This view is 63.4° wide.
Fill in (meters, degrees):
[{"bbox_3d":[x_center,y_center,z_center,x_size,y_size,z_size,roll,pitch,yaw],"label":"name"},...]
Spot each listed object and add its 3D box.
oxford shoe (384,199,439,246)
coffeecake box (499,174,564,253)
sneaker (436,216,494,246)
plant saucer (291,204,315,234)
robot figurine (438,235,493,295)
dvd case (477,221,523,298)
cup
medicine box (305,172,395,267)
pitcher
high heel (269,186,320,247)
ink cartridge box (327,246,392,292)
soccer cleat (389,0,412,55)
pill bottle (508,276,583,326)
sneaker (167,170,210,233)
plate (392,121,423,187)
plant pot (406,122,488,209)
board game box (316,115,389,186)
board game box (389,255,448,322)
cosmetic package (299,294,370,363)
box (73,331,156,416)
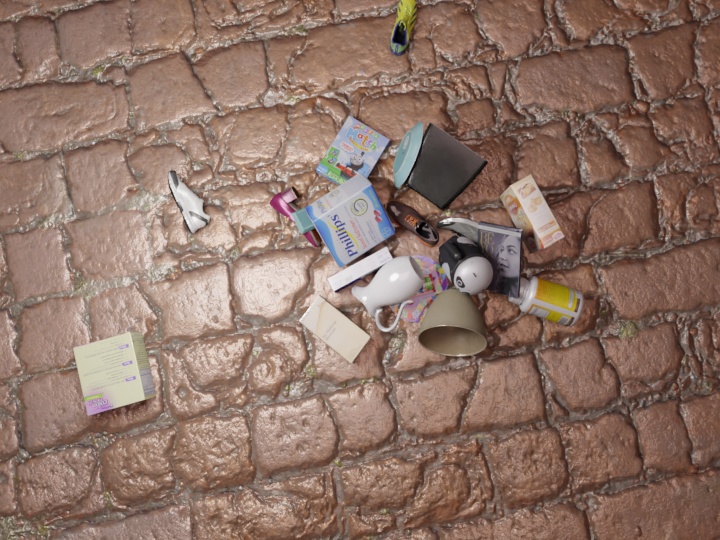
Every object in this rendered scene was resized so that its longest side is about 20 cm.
[{"bbox_3d":[0.159,-0.151,1.758,0.199,0.073,0.072,36,87,4],"label":"oxford shoe"},{"bbox_3d":[0.501,-0.161,1.716,0.072,0.154,0.202,-27,85,-1],"label":"coffeecake box"},{"bbox_3d":[0.324,-0.115,1.756,0.196,0.074,0.081,12,90,1],"label":"sneaker"},{"bbox_3d":[-0.108,-0.180,1.755,0.198,0.019,0.071,-27,86,-23],"label":"plant saucer"},{"bbox_3d":[0.300,-0.016,1.688,0.148,0.201,0.127,3,122,-23],"label":"robot figurine"},{"bbox_3d":[0.400,-0.032,1.689,0.016,0.147,0.204,-17,113,-39],"label":"dvd case"},{"bbox_3d":[0.270,0.141,1.689,0.196,0.201,0.145,9,60,1],"label":"cup"},{"bbox_3d":[-0.029,-0.145,1.702,0.198,0.103,0.184,-33,124,-3],"label":"medicine box"},{"bbox_3d":[0.098,0.067,1.692,0.199,0.121,0.173,-34,90,20],"label":"pitcher"},{"bbox_3d":[-0.198,-0.149,1.780,0.095,0.067,0.203,-27,86,22],"label":"high heel"},{"bbox_3d":[0.000,0.000,1.737,0.198,0.094,0.045,-28,85,-1],"label":"ink cartridge box"},{"bbox_3d":[0.137,-0.770,1.806,0.063,0.084,0.204,13,85,2],"label":"soccer cleat"},{"bbox_3d":[0.543,0.085,1.717,0.197,0.109,0.111,18,85,2],"label":"pill bottle"},{"bbox_3d":[-0.526,-0.216,1.781,0.079,0.074,0.203,-26,90,-16],"label":"sneaker"},{"bbox_3d":[0.133,-0.344,1.712,0.025,0.200,0.204,17,85,-12],"label":"plate"},{"bbox_3d":[0.239,-0.290,1.720,0.198,0.199,0.179,33,98,3],"label":"plant pot"},{"bbox_3d":[-0.023,-0.351,1.789,0.150,0.037,0.202,30,80,3],"label":"board game box"},{"bbox_3d":[0.173,0.055,1.756,0.156,0.039,0.202,30,87,3],"label":"board game box"},{"bbox_3d":[-0.074,0.174,1.734,0.199,0.073,0.104,37,87,2],"label":"cosmetic package"},{"bbox_3d":[-0.721,0.300,1.717,0.173,0.097,0.204,-15,84,-1],"label":"box"}]
